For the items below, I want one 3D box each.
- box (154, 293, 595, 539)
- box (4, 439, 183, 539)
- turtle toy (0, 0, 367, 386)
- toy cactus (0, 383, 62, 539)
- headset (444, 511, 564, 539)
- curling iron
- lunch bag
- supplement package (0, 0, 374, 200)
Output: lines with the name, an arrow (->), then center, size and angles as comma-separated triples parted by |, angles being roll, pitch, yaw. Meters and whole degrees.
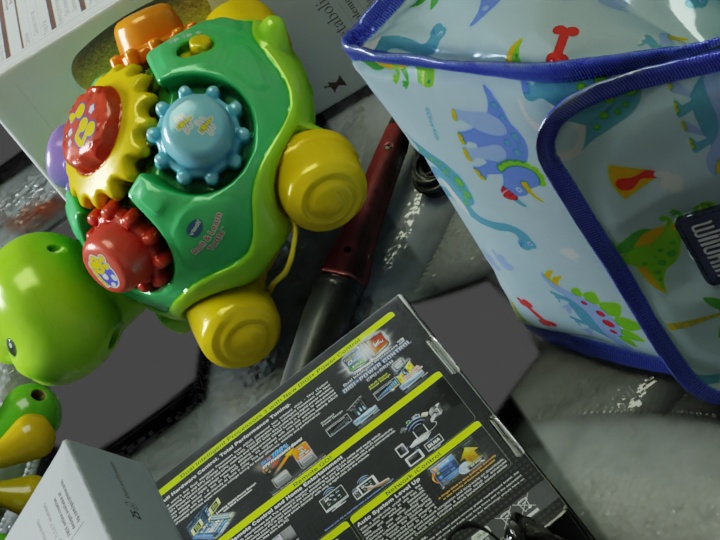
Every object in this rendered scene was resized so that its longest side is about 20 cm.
box -> -0.023, 0.119, 0.983 | 0.200, 0.044, 0.160 | -38, 36, -1
box -> -0.119, 0.185, 0.927 | 0.200, 0.041, 0.156 | -58, 33, 17
turtle toy -> -0.089, -0.030, 1.125 | 0.200, 0.101, 0.146 | -57, 36, 22
toy cactus -> -0.204, 0.128, 1.093 | 0.165, 0.102, 0.201 | -10, 52, 45
headset -> 0.021, 0.177, 0.874 | 0.123, 0.094, 0.201 | 20, 81, 38
curling iron -> 0.000, 0.000, 1.105 | 0.049, 0.026, 0.200 | -1, 50, 42
lunch bag -> 0.119, -0.045, 0.938 | 0.199, 0.170, 0.128 | 12, 58, 43
supplement package -> -0.075, -0.126, 1.229 | 0.200, 0.114, 0.110 | -31, 36, 10
